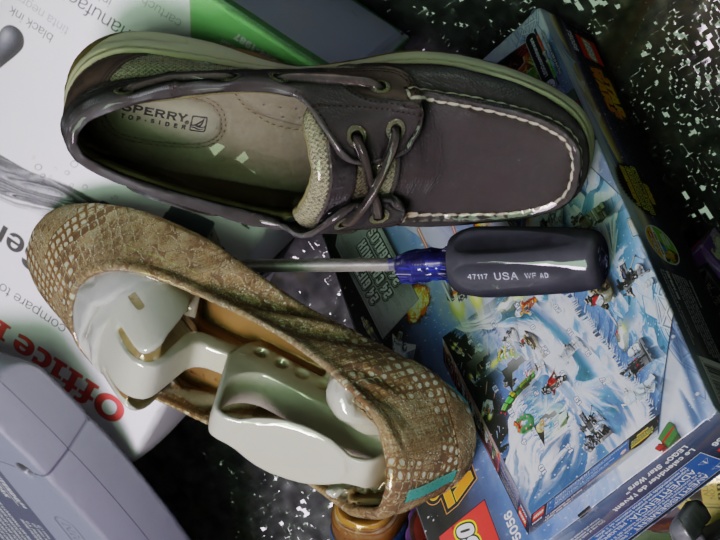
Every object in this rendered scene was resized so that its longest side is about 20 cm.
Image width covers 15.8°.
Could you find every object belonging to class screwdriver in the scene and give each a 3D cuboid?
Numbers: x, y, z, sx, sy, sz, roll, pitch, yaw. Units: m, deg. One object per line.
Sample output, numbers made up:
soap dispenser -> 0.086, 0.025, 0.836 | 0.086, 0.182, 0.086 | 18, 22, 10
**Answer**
screwdriver -> 0.000, 0.000, 0.987 | 0.199, 0.028, 0.029 | -4, 144, 27

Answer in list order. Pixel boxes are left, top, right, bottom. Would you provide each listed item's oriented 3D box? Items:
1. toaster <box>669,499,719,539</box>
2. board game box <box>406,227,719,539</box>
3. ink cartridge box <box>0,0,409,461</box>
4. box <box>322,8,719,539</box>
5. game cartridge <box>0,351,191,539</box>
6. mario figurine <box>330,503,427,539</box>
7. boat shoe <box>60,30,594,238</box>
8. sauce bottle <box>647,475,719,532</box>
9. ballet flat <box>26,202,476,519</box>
toaster -> 0.186, 0.165, 0.948 | 0.129, 0.114, 0.201 | -21, 102, 37
board game box -> 0.116, 0.090, 1.088 | 0.120, 0.032, 0.200 | 47, 117, 3
ink cartridge box -> -0.095, -0.045, 1.058 | 0.146, 0.084, 0.201 | 33, 116, 5
box -> 0.064, 0.017, 1.005 | 0.137, 0.040, 0.201 | -40, 50, 27
game cartridge -> -0.136, 0.097, 1.106 | 0.133, 0.042, 0.200 | 10, 145, 37
mario figurine -> 0.025, 0.157, 1.105 | 0.105, 0.124, 0.201 | -10, 136, -18
boat shoe -> -0.013, -0.041, 0.951 | 0.198, 0.065, 0.074 | 4, 118, 1
sauce bottle -> 0.142, 0.074, 1.020 | 0.199, 0.066, 0.066 | -4, 107, 21
ballet flat -> -0.052, 0.034, 0.975 | 0.199, 0.065, 0.071 | 23, 123, 18
